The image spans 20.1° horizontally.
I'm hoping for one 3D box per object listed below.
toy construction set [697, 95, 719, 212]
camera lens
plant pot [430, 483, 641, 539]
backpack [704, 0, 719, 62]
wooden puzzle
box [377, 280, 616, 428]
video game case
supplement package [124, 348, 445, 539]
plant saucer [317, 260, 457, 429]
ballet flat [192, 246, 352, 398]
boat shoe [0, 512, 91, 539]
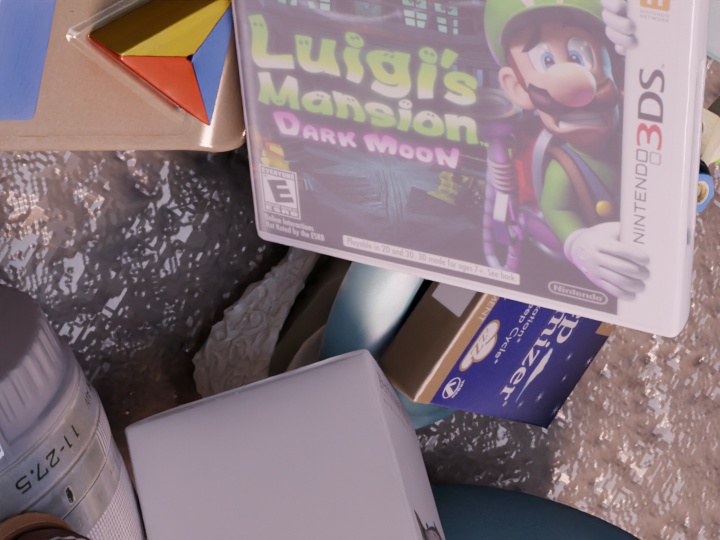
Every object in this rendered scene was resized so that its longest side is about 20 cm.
[{"bbox_3d":[0.136,-0.098,0.916,0.199,0.092,0.132,22,94,-24],"label":"toy construction set"},{"bbox_3d":[-0.170,0.127,0.877,0.160,0.160,0.201,-29,118,-21],"label":"camera lens"},{"bbox_3d":[0.034,0.186,1.021,0.134,0.200,0.201,32,87,1],"label":"plant pot"},{"bbox_3d":[0.164,-0.184,0.811,0.175,0.153,0.201,-17,81,-48],"label":"backpack"},{"bbox_3d":[-0.109,-0.130,0.820,0.199,0.046,0.186,-1,116,-35],"label":"wooden puzzle"},{"bbox_3d":[0.092,0.017,1.004,0.121,0.032,0.200,-57,155,8],"label":"box"},{"bbox_3d":[0.041,-0.067,0.833,0.023,0.199,0.182,-55,151,-44],"label":"video game case"},{"bbox_3d":[-0.015,0.157,0.890,0.117,0.201,0.117,-18,157,6],"label":"supplement package"},{"bbox_3d":[0.057,0.003,0.998,0.200,0.027,0.201,-38,149,-28],"label":"plant saucer"},{"bbox_3d":[0.000,0.000,0.998,0.072,0.072,0.200,43,80,-33],"label":"ballet flat"},{"bbox_3d":[-0.102,0.193,0.800,0.070,0.070,0.201,-28,119,-23],"label":"boat shoe"}]
